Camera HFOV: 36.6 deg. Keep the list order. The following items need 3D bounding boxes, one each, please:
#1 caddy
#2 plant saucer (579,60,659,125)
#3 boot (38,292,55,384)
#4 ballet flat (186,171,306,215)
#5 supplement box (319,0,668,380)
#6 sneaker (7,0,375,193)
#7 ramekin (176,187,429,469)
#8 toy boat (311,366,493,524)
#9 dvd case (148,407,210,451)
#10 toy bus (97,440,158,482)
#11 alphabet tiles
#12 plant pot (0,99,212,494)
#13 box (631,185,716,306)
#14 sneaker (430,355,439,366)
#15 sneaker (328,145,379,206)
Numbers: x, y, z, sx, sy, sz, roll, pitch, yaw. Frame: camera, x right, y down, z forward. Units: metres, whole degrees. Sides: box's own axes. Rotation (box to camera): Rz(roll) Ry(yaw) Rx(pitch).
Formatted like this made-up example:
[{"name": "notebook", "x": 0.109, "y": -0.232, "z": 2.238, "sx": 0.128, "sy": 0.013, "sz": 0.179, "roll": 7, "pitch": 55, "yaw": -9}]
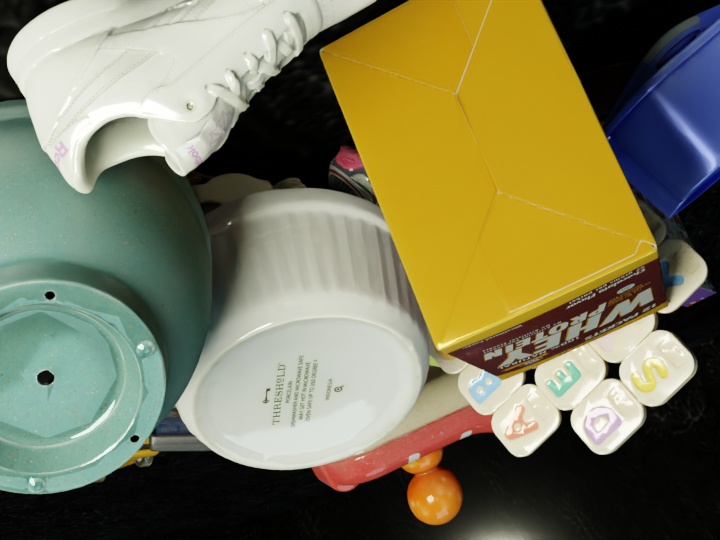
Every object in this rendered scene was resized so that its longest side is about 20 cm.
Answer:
[{"name": "caddy", "x": 0.258, "y": -0.135, "z": 0.800, "sx": 0.199, "sy": 0.105, "sz": 0.141, "roll": -40, "pitch": 168, "yaw": 0}, {"name": "plant saucer", "x": 0.179, "y": -0.107, "z": 0.926, "sx": 0.197, "sy": 0.035, "sz": 0.201, "roll": -19, "pitch": 164, "yaw": -6}, {"name": "boot", "x": -0.204, "y": 0.002, "z": 0.665, "sx": 0.148, "sy": 0.073, "sz": 0.202, "roll": 5, "pitch": 123, "yaw": -25}, {"name": "ballet flat", "x": -0.073, "y": -0.038, "z": 0.780, "sx": 0.067, "sy": 0.069, "sz": 0.199, "roll": -38, "pitch": 159, "yaw": 29}, {"name": "supplement box", "x": 0.094, "y": -0.053, "z": 0.700, "sx": 0.131, "sy": 0.200, "sz": 0.200, "roll": -25, "pitch": 164, "yaw": 12}, {"name": "sneaker", "x": -0.066, "y": -0.101, "z": 0.529, "sx": 0.197, "sy": 0.101, "sz": 0.075, "roll": -23, "pitch": 161, "yaw": 0}, {"name": "ramekin", "x": -0.042, "y": 0.050, "z": 0.740, "sx": 0.199, "sy": 0.095, "sz": 0.204, "roll": -9, "pitch": 136, "yaw": -8}, {"name": "toy boat", "x": 0.057, "y": 0.166, "z": 0.989, "sx": 0.197, "sy": 0.133, "sz": 0.130, "roll": -21, "pitch": -176, "yaw": -16}, {"name": "dvd case", "x": -0.134, "y": 0.133, "z": 1.049, "sx": 0.140, "sy": 0.018, "sz": 0.200, "roll": 1, "pitch": -169, "yaw": -12}, {"name": "toy bus", "x": -0.273, "y": 0.169, "z": 1.088, "sx": 0.064, "sy": 0.080, "sz": 0.199, "roll": 2, "pitch": 162, "yaw": -38}, {"name": "alphabet tiles", "x": 0.144, "y": 0.028, "z": 0.792, "sx": 0.196, "sy": 0.201, "sz": 0.015, "roll": -46, "pitch": 158, "yaw": 15}, {"name": "plant pot", "x": -0.166, "y": 0.029, "z": 0.572, "sx": 0.197, "sy": 0.134, "sz": 0.203, "roll": -8, "pitch": 118, "yaw": -15}, {"name": "box", "x": 0.291, "y": -0.037, "z": 1.096, "sx": 0.039, "sy": 0.139, "sz": 0.199, "roll": -29, "pitch": 161, "yaw": 25}, {"name": "sneaker", "x": 0.077, "y": -0.007, "z": 0.883, "sx": 0.078, "sy": 0.089, "sz": 0.203, "roll": -36, "pitch": 135, "yaw": -44}, {"name": "sneaker", "x": 0.000, "y": 0.000, "z": 0.817, "sx": 0.074, "sy": 0.080, "sz": 0.202, "roll": -28, "pitch": 135, "yaw": -25}]
